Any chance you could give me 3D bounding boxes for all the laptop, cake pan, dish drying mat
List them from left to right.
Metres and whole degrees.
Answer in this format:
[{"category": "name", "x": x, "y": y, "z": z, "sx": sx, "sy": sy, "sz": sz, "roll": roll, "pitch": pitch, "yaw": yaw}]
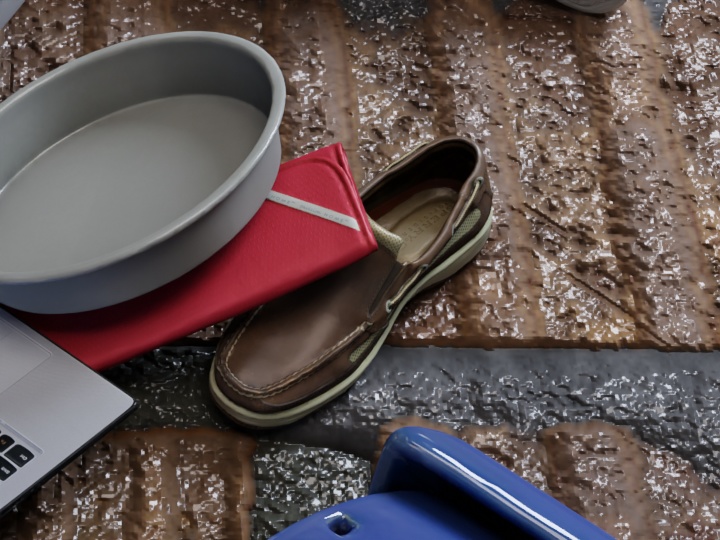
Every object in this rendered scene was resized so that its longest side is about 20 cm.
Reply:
[{"category": "laptop", "x": -0.243, "y": 0.039, "z": 1.061, "sx": 0.187, "sy": 0.116, "sz": 0.200, "roll": 31, "pitch": 54, "yaw": 30}, {"category": "cake pan", "x": -0.126, "y": -0.049, "z": 1.166, "sx": 0.200, "sy": 0.037, "sz": 0.200, "roll": -16, "pitch": 37, "yaw": 12}, {"category": "dish drying mat", "x": -0.093, "y": 0.000, "z": 1.149, "sx": 0.200, "sy": 0.018, "sz": 0.077, "roll": -22, "pitch": 56, "yaw": 4}]

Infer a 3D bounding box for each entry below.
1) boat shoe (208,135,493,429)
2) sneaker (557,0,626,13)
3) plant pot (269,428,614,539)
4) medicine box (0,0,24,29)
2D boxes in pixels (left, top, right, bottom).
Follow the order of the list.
[{"category": "boat shoe", "x": -0.005, "y": -0.003, "z": 1.173, "sx": 0.075, "sy": 0.075, "sz": 0.202, "roll": 33, "pitch": 55, "yaw": 17}, {"category": "sneaker", "x": 0.085, "y": -0.247, "z": 1.349, "sx": 0.200, "sy": 0.074, "sz": 0.118, "roll": 31, "pitch": 52, "yaw": -20}, {"category": "plant pot", "x": 0.033, "y": 0.198, "z": 0.942, "sx": 0.200, "sy": 0.200, "sz": 0.180, "roll": 32, "pitch": 48, "yaw": 16}, {"category": "medicine box", "x": -0.297, "y": -0.198, "z": 1.196, "sx": 0.182, "sy": 0.200, "sz": 0.103, "roll": 41, "pitch": 92, "yaw": 22}]
